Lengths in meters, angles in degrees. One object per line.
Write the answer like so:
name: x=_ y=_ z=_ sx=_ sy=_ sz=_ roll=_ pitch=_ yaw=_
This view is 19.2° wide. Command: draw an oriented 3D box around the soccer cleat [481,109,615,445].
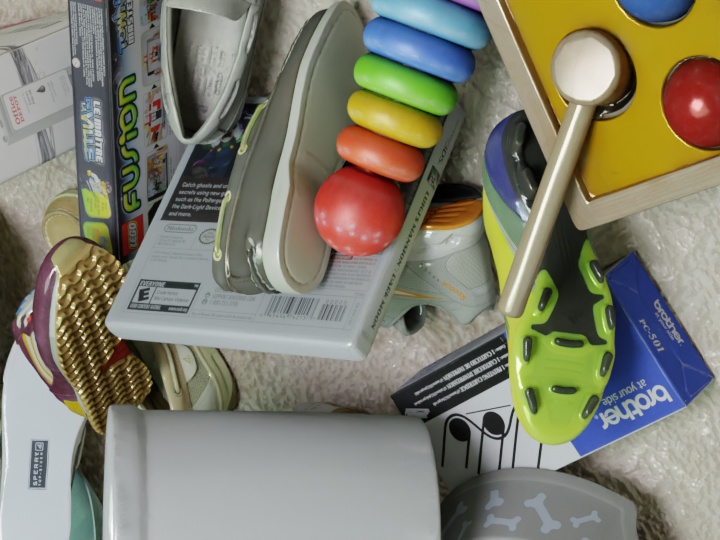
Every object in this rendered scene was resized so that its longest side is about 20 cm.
soccer cleat: x=0.108 y=0.004 z=1.265 sx=0.084 sy=0.064 sz=0.202 roll=140 pitch=127 yaw=-73

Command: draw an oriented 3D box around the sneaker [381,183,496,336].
sneaker: x=0.000 y=0.000 z=1.377 sx=0.199 sy=0.076 sz=0.093 roll=3 pitch=119 yaw=39

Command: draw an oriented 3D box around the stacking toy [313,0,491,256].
stacking toy: x=0.027 y=-0.103 z=1.246 sx=0.085 sy=0.085 sz=0.202 roll=21 pitch=95 yaw=27

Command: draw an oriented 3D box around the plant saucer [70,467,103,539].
plant saucer: x=-0.225 y=0.250 z=1.635 sx=0.201 sy=0.038 sz=0.203 roll=-33 pitch=51 yaw=54

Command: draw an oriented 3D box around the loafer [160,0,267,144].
loafer: x=-0.090 y=-0.177 z=1.344 sx=0.069 sy=0.070 sz=0.202 roll=7 pitch=109 yaw=5

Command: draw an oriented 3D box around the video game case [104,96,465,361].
video game case: x=-0.048 y=-0.031 z=1.340 sx=0.199 sy=0.183 sz=0.023 roll=3 pitch=149 yaw=36

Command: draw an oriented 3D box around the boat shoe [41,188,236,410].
boat shoe: x=-0.169 y=0.033 z=1.522 sx=0.073 sy=0.063 sz=0.201 roll=-34 pitch=89 yaw=42

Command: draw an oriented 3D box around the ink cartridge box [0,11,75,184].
ink cartridge box: x=-0.259 y=-0.108 z=1.433 sx=0.146 sy=0.200 sz=0.083 roll=-5 pitch=108 yaw=38

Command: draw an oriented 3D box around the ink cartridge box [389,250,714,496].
ink cartridge box: x=0.116 y=0.073 z=1.339 sx=0.199 sy=0.044 sz=0.094 roll=-31 pitch=92 yaw=41

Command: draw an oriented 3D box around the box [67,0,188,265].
box: x=-0.141 y=-0.115 z=1.402 sx=0.035 sy=0.110 sz=0.202 roll=17 pitch=119 yaw=30

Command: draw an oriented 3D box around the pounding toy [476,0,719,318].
pounding toy: x=0.150 y=-0.103 z=1.166 sx=0.199 sy=0.142 sz=0.185 roll=-19 pitch=98 yaw=40

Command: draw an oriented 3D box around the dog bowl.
dog bowl: x=0.123 y=0.223 z=1.366 sx=0.199 sy=0.059 sz=0.201 roll=16 pitch=130 yaw=20

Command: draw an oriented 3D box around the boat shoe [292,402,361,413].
boat shoe: x=-0.052 y=0.187 z=1.463 sx=0.069 sy=0.071 sz=0.201 roll=12 pitch=77 yaw=47

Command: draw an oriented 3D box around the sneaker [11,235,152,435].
sneaker: x=-0.201 y=0.033 z=1.426 sx=0.090 sy=0.075 sz=0.201 roll=35 pitch=153 yaw=23

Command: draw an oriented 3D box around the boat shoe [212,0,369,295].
boat shoe: x=-0.043 y=-0.077 z=1.302 sx=0.060 sy=0.203 sz=0.072 roll=-5 pitch=148 yaw=33

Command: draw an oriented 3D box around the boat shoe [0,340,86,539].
boat shoe: x=-0.236 y=0.123 z=1.593 sx=0.068 sy=0.071 sz=0.202 roll=173 pitch=101 yaw=-77

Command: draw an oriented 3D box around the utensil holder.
utensil holder: x=-0.060 y=0.171 z=1.334 sx=0.198 sy=0.170 sz=0.171 roll=2 pitch=119 yaw=-9
